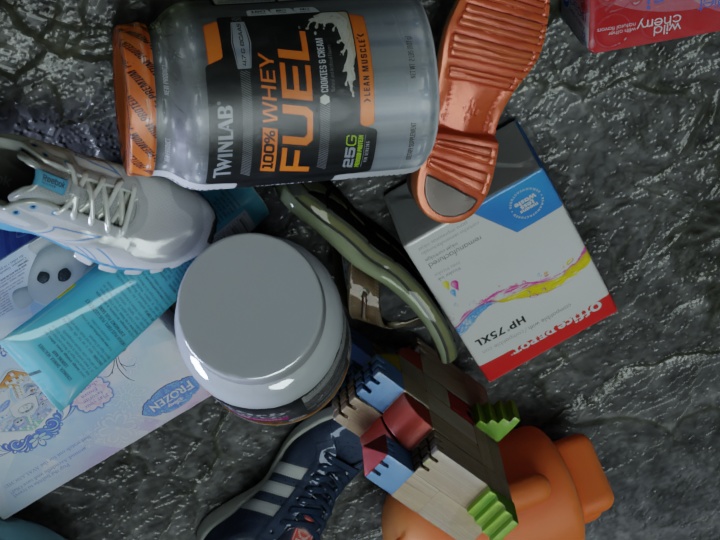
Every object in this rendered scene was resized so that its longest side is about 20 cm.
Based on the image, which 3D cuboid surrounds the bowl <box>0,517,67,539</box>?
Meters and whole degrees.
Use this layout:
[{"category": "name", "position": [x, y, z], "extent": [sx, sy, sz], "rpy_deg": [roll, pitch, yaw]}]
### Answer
[{"category": "bowl", "position": [-0.280, 0.266, 1.340], "extent": [0.199, 0.105, 0.202], "rpy_deg": [1, 131, 1]}]

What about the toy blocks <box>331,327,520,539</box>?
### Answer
[{"category": "toy blocks", "position": [0.037, 0.110, 1.290], "extent": [0.136, 0.200, 0.100], "rpy_deg": [36, 111, -22]}]

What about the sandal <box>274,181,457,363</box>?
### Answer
[{"category": "sandal", "position": [-0.001, -0.001, 1.260], "extent": [0.057, 0.080, 0.201], "rpy_deg": [-42, 117, 10]}]

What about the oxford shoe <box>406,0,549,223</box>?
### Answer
[{"category": "oxford shoe", "position": [0.071, -0.137, 1.189], "extent": [0.071, 0.073, 0.201], "rpy_deg": [16, 101, -21]}]

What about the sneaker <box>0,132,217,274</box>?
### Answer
[{"category": "sneaker", "position": [-0.190, -0.046, 1.123], "extent": [0.198, 0.087, 0.076], "rpy_deg": [12, 84, -8]}]

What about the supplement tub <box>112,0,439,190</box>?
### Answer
[{"category": "supplement tub", "position": [-0.057, -0.116, 1.125], "extent": [0.198, 0.123, 0.123], "rpy_deg": [-6, 127, -12]}]

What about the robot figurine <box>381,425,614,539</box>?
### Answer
[{"category": "robot figurine", "position": [0.102, 0.199, 1.405], "extent": [0.199, 0.144, 0.118], "rpy_deg": [-19, 113, -14]}]

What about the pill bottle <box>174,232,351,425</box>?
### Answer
[{"category": "pill bottle", "position": [-0.066, 0.040, 1.184], "extent": [0.116, 0.117, 0.200], "rpy_deg": [-20, 169, -1]}]

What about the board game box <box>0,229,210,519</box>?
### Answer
[{"category": "board game box", "position": [-0.237, 0.066, 1.257], "extent": [0.199, 0.044, 0.199], "rpy_deg": [-31, 128, 7]}]

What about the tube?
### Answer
[{"category": "tube", "position": [-0.151, 0.008, 1.193], "extent": [0.200, 0.050, 0.078], "rpy_deg": [-42, 124, -9]}]

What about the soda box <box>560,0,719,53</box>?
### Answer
[{"category": "soda box", "position": [0.238, -0.207, 1.184], "extent": [0.198, 0.064, 0.070], "rpy_deg": [-12, 129, -9]}]

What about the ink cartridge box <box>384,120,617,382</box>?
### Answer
[{"category": "ink cartridge box", "position": [0.114, 0.001, 1.299], "extent": [0.116, 0.067, 0.200], "rpy_deg": [-29, 129, 6]}]

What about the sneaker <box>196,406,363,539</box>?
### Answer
[{"category": "sneaker", "position": [-0.048, 0.193, 1.383], "extent": [0.075, 0.085, 0.200], "rpy_deg": [31, 112, -33]}]
